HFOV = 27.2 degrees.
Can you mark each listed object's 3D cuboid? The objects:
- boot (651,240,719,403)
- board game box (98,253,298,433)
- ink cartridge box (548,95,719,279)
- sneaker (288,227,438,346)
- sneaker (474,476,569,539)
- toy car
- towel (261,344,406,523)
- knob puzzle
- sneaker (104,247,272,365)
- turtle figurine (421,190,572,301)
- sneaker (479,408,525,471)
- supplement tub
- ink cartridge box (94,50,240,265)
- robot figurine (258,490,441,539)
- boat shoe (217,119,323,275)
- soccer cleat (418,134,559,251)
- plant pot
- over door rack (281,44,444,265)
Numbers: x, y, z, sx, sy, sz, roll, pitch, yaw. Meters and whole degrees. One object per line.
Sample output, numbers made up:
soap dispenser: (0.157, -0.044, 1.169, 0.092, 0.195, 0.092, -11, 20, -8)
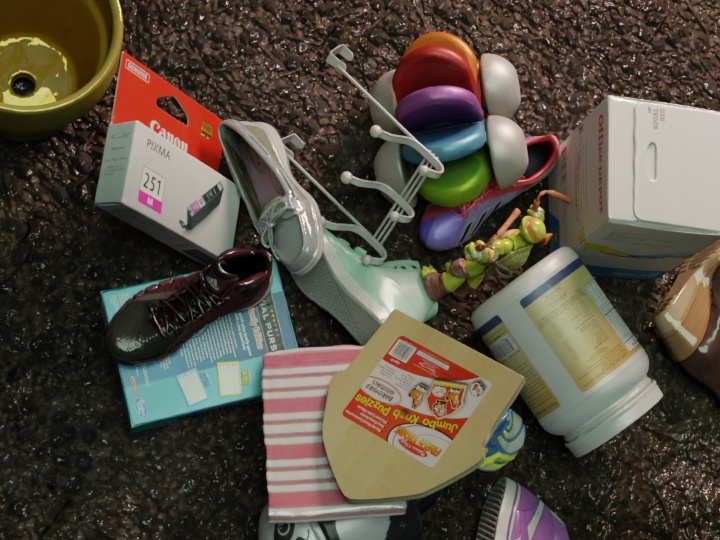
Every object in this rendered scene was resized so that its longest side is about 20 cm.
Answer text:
boot: (0.448, 0.056, 1.778, 0.167, 0.072, 0.200, 47, 69, -11)
board game box: (-0.173, 0.080, 1.629, 0.197, 0.047, 0.153, -12, 78, -16)
ink cartridge box: (0.313, -0.089, 1.703, 0.143, 0.200, 0.149, 6, 74, -11)
sneaker: (0.000, 0.001, 1.688, 0.118, 0.074, 0.201, -24, 65, -42)
sneaker: (0.174, 0.325, 1.604, 0.114, 0.073, 0.201, 35, 47, -9)
toy car: (0.092, -0.176, 1.673, 0.173, 0.150, 0.203, -9, 62, 11)
towel: (-0.029, 0.170, 1.553, 0.144, 0.030, 0.202, -3, 57, -2)
knob puzzle: (0.047, 0.157, 1.518, 0.217, 0.031, 0.222, -10, 54, 14)
sneaker: (-0.177, 0.025, 1.557, 0.199, 0.116, 0.076, -30, 83, -19)
turtle figurine: (0.155, -0.020, 1.648, 0.065, 0.161, 0.199, 58, 36, 1)
sneaker: (0.141, 0.167, 1.605, 0.199, 0.105, 0.076, -6, 62, -52)
supplement tub: (0.232, 0.092, 1.667, 0.144, 0.144, 0.201, -33, 85, -18)
ink cartridge box: (-0.198, -0.119, 1.611, 0.043, 0.200, 0.176, -2, 71, 30)
robot figurine: (-0.013, 0.261, 1.575, 0.198, 0.150, 0.126, -27, 126, -18)
boat shoe: (-0.102, -0.083, 1.648, 0.064, 0.074, 0.204, 8, 51, -46)
soccer cleat: (0.150, -0.095, 1.733, 0.199, 0.076, 0.067, -34, 85, -19)
plant pot: (-0.359, -0.229, 1.594, 0.198, 0.189, 0.204, 3, 74, -12)
over door rack: (-0.013, -0.124, 1.638, 0.066, 0.148, 0.201, -12, 56, -47)
